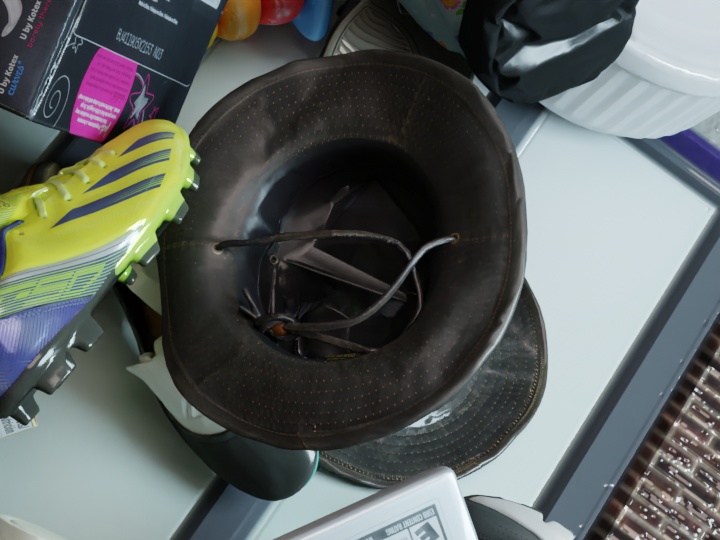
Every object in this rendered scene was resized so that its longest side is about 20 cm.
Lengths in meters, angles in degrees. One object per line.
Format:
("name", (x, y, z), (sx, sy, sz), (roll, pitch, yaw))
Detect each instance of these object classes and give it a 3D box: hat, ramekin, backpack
("hat", (0.017, 0.005, 1.456), (0.199, 0.081, 0.202), (9, 59, -16))
("ramekin", (0.147, -0.165, 1.584), (0.201, 0.094, 0.203), (16, 55, -23))
("backpack", (0.057, -0.200, 1.417), (0.126, 0.167, 0.200), (-18, 62, -31))
("hat", (0.000, 0.000, 1.357), (0.199, 0.081, 0.202), (-8, 65, 18))

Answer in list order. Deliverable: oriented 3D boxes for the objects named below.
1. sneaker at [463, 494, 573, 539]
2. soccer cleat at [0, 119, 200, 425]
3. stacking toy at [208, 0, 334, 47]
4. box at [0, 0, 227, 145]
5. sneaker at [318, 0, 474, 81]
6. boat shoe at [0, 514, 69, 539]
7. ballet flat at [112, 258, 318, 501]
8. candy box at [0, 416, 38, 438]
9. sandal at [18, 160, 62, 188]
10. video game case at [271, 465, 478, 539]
("sneaker", (0.094, 0.197, 1.383), (0.084, 0.075, 0.200), (-33, 78, -32))
("soccer cleat", (-0.135, -0.017, 1.276), (0.084, 0.065, 0.200), (37, 43, -6))
("stacking toy", (-0.117, -0.145, 1.489), (0.199, 0.110, 0.116), (-30, 71, -17))
("box", (-0.145, -0.139, 1.344), (0.114, 0.200, 0.133), (23, 92, 13))
("sneaker", (0.013, -0.103, 1.497), (0.075, 0.106, 0.201), (29, 52, -5))
("boat shoe", (-0.091, 0.179, 1.326), (0.201, 0.072, 0.061), (28, 85, -19))
("ballet flat", (-0.091, 0.026, 1.407), (0.201, 0.068, 0.068), (59, 17, 22))
("candy box", (-0.257, 0.042, 1.298), (0.199, 0.057, 0.117), (-19, 66, -8))
("sandal", (-0.188, 0.026, 1.375), (0.054, 0.081, 0.201), (15, 59, 12))
("video game case", (-0.016, 0.210, 1.302), (0.199, 0.023, 0.183), (-23, 97, -21))
